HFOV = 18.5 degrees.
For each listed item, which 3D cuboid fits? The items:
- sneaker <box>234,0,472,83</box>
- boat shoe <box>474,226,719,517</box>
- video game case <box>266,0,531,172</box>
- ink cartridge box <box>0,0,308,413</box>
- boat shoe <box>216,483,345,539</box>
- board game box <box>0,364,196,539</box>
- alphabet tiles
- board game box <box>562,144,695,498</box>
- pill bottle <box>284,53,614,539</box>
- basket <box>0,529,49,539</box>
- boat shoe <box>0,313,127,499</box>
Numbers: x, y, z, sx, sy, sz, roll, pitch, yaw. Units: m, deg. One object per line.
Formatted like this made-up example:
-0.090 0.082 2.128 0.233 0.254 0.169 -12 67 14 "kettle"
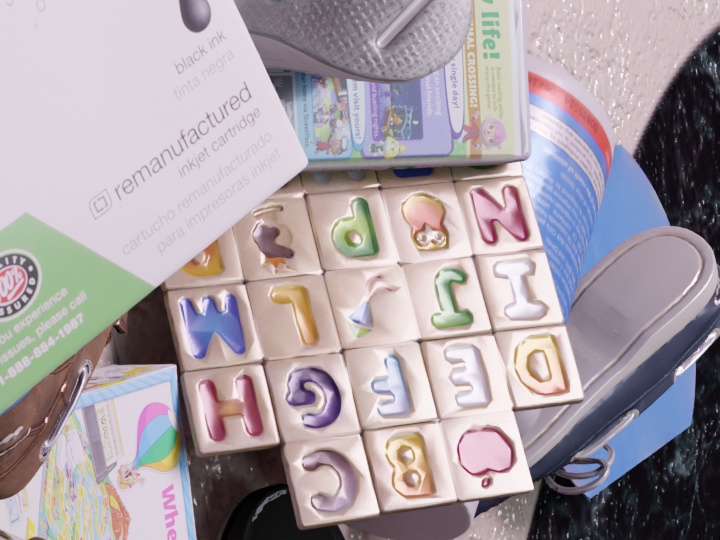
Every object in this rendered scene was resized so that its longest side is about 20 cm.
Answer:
-0.063 -0.107 0.811 0.199 0.080 0.071 15 87 -13 "sneaker"
0.087 0.061 1.016 0.200 0.075 0.062 -42 137 -12 "boat shoe"
-0.021 -0.139 0.880 0.181 0.022 0.201 -3 91 -22 "video game case"
-0.124 -0.079 0.636 0.146 0.084 0.200 -41 120 -28 "ink cartridge box"
-0.019 0.177 0.870 0.073 0.063 0.202 0 67 -14 "boat shoe"
-0.109 0.145 0.805 0.134 0.034 0.201 -14 100 -55 "board game box"
0.000 0.000 0.883 0.166 0.006 0.201 -6 70 -23 "alphabet tiles"
0.112 0.024 1.143 0.200 0.039 0.159 -24 102 -57 "board game box"
0.036 0.010 0.960 0.112 0.112 0.201 50 48 -43 "pill bottle"
-0.108 0.171 0.683 0.200 0.139 0.177 33 91 -40 "basket"
-0.114 -0.005 0.771 0.200 0.072 0.073 -70 155 -46 "boat shoe"
